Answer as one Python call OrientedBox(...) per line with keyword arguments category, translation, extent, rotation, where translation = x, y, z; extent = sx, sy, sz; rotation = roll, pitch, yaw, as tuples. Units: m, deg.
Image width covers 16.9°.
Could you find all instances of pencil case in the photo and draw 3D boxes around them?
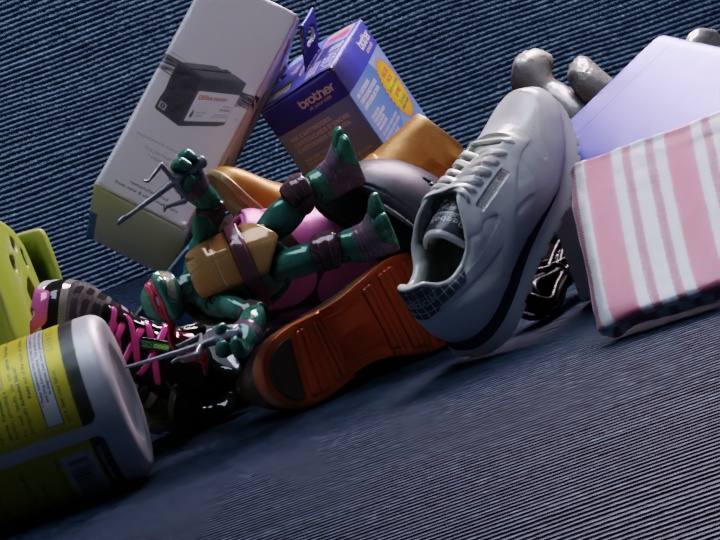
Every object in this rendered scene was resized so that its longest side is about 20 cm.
OrientedBox(category="pencil case", translation=(0.000, 0.000, 1.737), extent=(0.200, 0.094, 0.091), rotation=(-2, 1, -17))

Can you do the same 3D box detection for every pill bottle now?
OrientedBox(category="pill bottle", translation=(-0.243, 0.111, 1.564), extent=(0.200, 0.113, 0.112), rotation=(-19, 5, 1))

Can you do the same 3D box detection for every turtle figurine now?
OrientedBox(category="turtle figurine", translation=(-0.082, -0.012, 1.616), extent=(0.200, 0.150, 0.101), rotation=(-26, -15, -4))

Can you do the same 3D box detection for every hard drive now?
OrientedBox(category="hard drive", translation=(0.223, -0.092, 1.585), extent=(0.132, 0.025, 0.200), rotation=(-43, 32, -17))

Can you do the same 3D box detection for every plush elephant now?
OrientedBox(category="plush elephant", translation=(0.240, -0.119, 1.958), extent=(0.155, 0.165, 0.200), rotation=(-35, 39, -19))

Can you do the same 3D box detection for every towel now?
OrientedBox(category="towel", translation=(0.228, -0.039, 1.463), extent=(0.200, 0.030, 0.146), rotation=(-19, 42, 15))

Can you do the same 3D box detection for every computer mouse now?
OrientedBox(category="computer mouse", translation=(0.073, -0.043, 1.691), extent=(0.200, 0.046, 0.140), rotation=(27, 30, 18))

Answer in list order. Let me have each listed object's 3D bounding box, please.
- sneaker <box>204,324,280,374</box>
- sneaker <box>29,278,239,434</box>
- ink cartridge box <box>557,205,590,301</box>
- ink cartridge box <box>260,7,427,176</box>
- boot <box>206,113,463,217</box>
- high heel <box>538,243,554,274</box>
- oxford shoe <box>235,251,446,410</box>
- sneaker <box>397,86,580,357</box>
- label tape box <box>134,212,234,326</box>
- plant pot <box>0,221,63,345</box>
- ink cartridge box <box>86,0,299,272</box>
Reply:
OrientedBox(category="sneaker", translation=(-0.046, 0.047, 1.814), extent=(0.115, 0.075, 0.200), rotation=(-6, 21, 44))
OrientedBox(category="sneaker", translation=(-0.149, 0.057, 1.670), extent=(0.087, 0.074, 0.200), rotation=(-7, -29, 28))
OrientedBox(category="ink cartridge box", translation=(0.243, -0.047, 1.636), extent=(0.200, 0.068, 0.116), rotation=(-17, 6, 23))
OrientedBox(category="ink cartridge box", translation=(-0.003, -0.110, 1.934), extent=(0.076, 0.200, 0.136), rotation=(-31, 14, 20))
OrientedBox(category="boot", translation=(-0.001, -0.062, 1.814), extent=(0.144, 0.201, 0.071), rotation=(-57, 10, -11))
OrientedBox(category="high heel", translation=(0.169, -0.041, 1.774), extent=(0.142, 0.072, 0.200), rotation=(-15, -14, -16))
OrientedBox(category="oxford shoe", translation=(-0.001, 0.038, 1.675), extent=(0.200, 0.071, 0.073), rotation=(-23, 2, -29))
OrientedBox(category="sneaker", translation=(0.083, -0.045, 1.587), extent=(0.076, 0.080, 0.200), rotation=(-13, 49, 44))
OrientedBox(category="label tape box", translation=(-0.129, 0.032, 1.915), extent=(0.143, 0.066, 0.200), rotation=(-54, -1, 14))
OrientedBox(category="plant pot", translation=(-0.299, 0.078, 1.739), extent=(0.200, 0.199, 0.181), rotation=(-19, -2, 14))
OrientedBox(category="ink cartridge box", translation=(-0.133, -0.112, 1.908), extent=(0.200, 0.084, 0.145), rotation=(-64, 0, -18))
